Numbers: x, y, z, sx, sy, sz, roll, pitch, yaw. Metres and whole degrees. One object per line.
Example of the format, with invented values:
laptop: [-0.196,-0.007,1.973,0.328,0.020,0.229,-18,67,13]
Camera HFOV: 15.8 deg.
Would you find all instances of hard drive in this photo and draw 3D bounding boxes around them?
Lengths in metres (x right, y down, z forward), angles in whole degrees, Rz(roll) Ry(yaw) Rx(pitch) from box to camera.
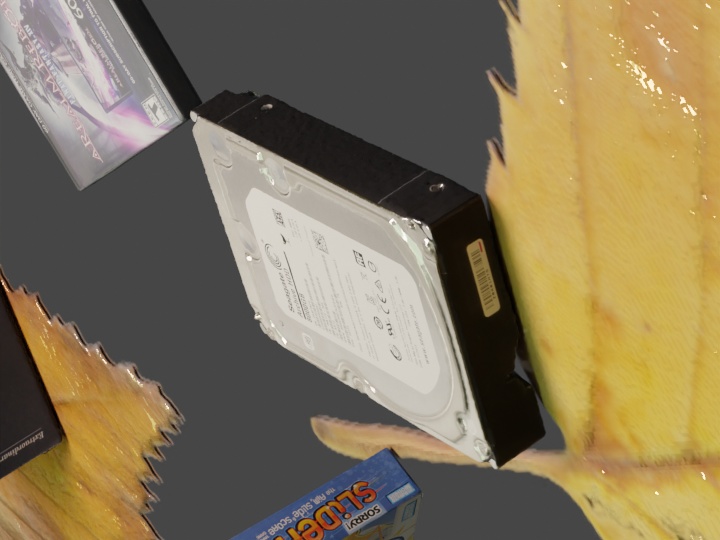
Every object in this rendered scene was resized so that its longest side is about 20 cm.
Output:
hard drive: [0.000,0.000,1.237,0.200,0.038,0.140,30,144,49]

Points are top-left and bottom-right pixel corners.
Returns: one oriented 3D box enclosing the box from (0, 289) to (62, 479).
box: [-0.322,0.063,1.804,0.107,0.148,0.201,25,141,51]

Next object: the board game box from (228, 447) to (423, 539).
board game box: [-0.038,0.189,1.421,0.034,0.135,0.200,51,157,25]

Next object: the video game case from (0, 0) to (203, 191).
video game case: [-0.158,-0.125,1.414,0.143,0.019,0.200,59,156,-3]
